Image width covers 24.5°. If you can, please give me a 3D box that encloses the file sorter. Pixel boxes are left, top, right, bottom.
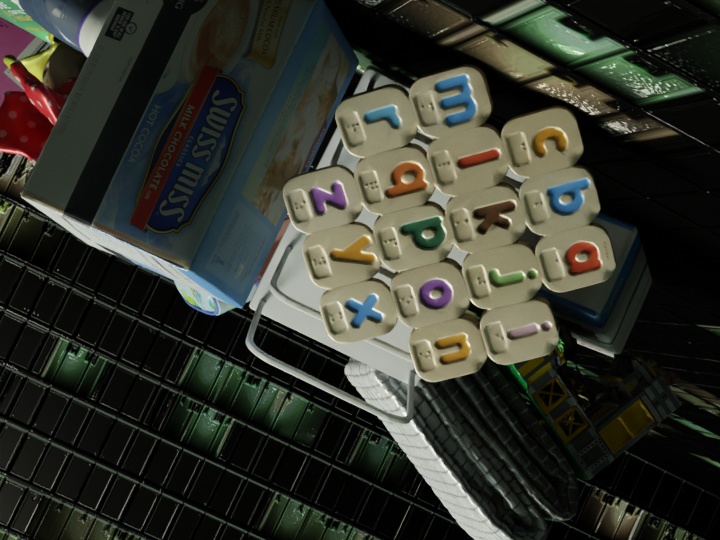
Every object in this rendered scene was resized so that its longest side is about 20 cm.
[{"bbox_3d":[0.020,-0.014,1.154,0.139,0.200,0.125,26,-163,-4],"label":"file sorter"}]

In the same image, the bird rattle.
[{"bbox_3d":[-0.198,-0.140,1.283,0.163,0.113,0.200,17,-157,-20],"label":"bird rattle"}]

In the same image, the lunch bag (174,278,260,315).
[{"bbox_3d":[-0.159,-0.064,1.567,0.161,0.082,0.200,13,125,67],"label":"lunch bag"}]

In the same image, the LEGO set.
[{"bbox_3d":[0.169,0.081,1.347,0.154,0.116,0.200,53,168,1],"label":"LEGO set"}]

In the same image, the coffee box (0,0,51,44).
[{"bbox_3d":[-0.225,-0.204,1.432,0.200,0.044,0.123,28,174,-29],"label":"coffee box"}]

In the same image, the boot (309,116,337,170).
[{"bbox_3d":[-0.052,-0.096,1.313,0.200,0.097,0.075,20,143,6],"label":"boot"}]

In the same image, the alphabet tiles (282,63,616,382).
[{"bbox_3d":[0.057,-0.028,1.073,0.195,0.200,0.015,-15,-165,11],"label":"alphabet tiles"}]

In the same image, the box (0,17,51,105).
[{"bbox_3d":[-0.328,-0.185,1.588,0.176,0.097,0.200,41,173,0],"label":"box"}]

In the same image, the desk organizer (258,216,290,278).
[{"bbox_3d":[0.000,0.000,1.413,0.072,0.077,0.200,-29,159,36],"label":"desk organizer"}]

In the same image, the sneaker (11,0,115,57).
[{"bbox_3d":[-0.184,-0.198,1.238,0.146,0.081,0.200,40,-168,23],"label":"sneaker"}]

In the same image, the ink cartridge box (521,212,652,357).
[{"bbox_3d":[0.159,-0.003,1.394,0.145,0.084,0.200,22,174,17],"label":"ink cartridge box"}]

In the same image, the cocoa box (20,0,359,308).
[{"bbox_3d":[-0.108,-0.097,1.108,0.131,0.200,0.133,23,173,16],"label":"cocoa box"}]

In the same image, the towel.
[{"bbox_3d":[0.082,0.127,1.331,0.200,0.086,0.166,52,170,0],"label":"towel"}]
